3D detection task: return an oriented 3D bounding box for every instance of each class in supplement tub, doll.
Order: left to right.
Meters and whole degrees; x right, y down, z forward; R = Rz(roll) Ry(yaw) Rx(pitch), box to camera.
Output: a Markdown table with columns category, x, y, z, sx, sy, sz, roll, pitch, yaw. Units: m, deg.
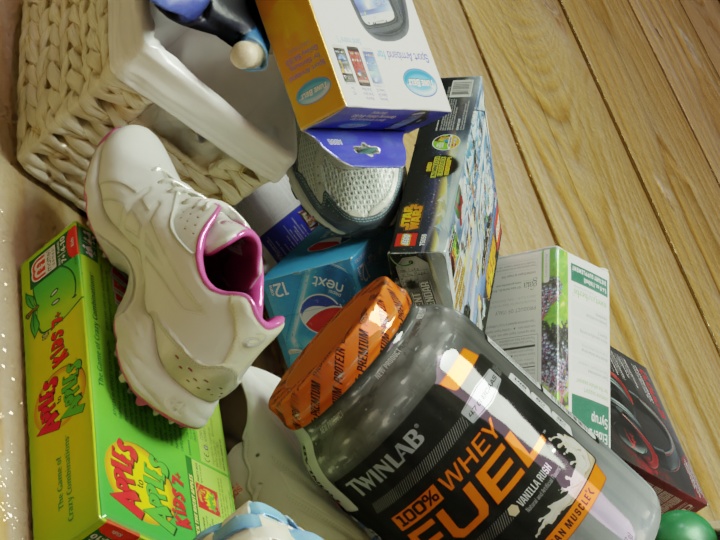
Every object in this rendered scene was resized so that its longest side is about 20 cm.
| category | x | y | z | sx | sy | sz | roll | pitch | yaw |
| --- | --- | --- | --- | --- | --- | --- | --- | --- | --- |
| doll | -0.097 | -0.170 | 0.956 | 0.200 | 0.048 | 0.137 | 19 | 42 | -54 |
| supplement tub | 0.054 | 0.104 | 0.911 | 0.200 | 0.123 | 0.123 | 42 | 24 | -7 |

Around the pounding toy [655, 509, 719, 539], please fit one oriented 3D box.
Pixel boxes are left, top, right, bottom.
| category | x | y | z | sx | sy | sz | roll | pitch | yaw |
| --- | --- | --- | --- | --- | --- | --- | --- | --- | --- |
| pounding toy | 0.238 | 0.226 | 1.105 | 0.142 | 0.184 | 0.200 | -7 | 91 | -65 |

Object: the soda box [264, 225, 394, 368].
| category | x | y | z | sx | sy | sz | roll | pitch | yaw |
| --- | --- | --- | --- | --- | --- | --- | --- | --- | --- |
| soda box | 0.000 | 0.000 | 1.128 | 0.200 | 0.068 | 0.064 | -47 | 120 | -68 |

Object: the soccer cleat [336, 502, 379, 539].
| category | x | y | z | sx | sy | sz | roll | pitch | yaw |
| --- | --- | --- | --- | --- | --- | --- | --- | --- | --- |
| soccer cleat | 0.022 | 0.132 | 1.022 | 0.070 | 0.086 | 0.200 | 92 | -5 | -46 |

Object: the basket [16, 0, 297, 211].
| category | x | y | z | sx | sy | sz | roll | pitch | yaw |
| --- | --- | --- | --- | --- | --- | --- | --- | --- | --- |
| basket | -0.133 | -0.127 | 1.050 | 0.136 | 0.123 | 0.200 | 37 | 27 | -35 |

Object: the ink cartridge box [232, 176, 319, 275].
| category | x | y | z | sx | sy | sz | roll | pitch | yaw |
| --- | --- | --- | --- | --- | --- | --- | --- | --- | --- |
| ink cartridge box | -0.063 | -0.034 | 1.170 | 0.095 | 0.037 | 0.200 | 54 | 20 | -4 |

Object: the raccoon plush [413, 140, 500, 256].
| category | x | y | z | sx | sy | sz | roll | pitch | yaw |
| --- | --- | --- | --- | --- | --- | --- | --- | --- | --- |
| raccoon plush | 0.070 | -0.002 | 1.272 | 0.134 | 0.097 | 0.200 | 64 | 1 | 23 |

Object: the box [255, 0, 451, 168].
| category | x | y | z | sx | sy | sz | roll | pitch | yaw |
| --- | --- | --- | --- | --- | --- | --- | --- | --- | --- |
| box | -0.013 | -0.158 | 0.994 | 0.119 | 0.041 | 0.200 | -7 | 73 | -57 |

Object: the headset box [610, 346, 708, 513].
| category | x | y | z | sx | sy | sz | roll | pitch | yaw |
| --- | --- | --- | --- | --- | --- | --- | --- | --- | --- |
| headset box | 0.196 | 0.132 | 1.390 | 0.200 | 0.075 | 0.149 | 30 | 32 | -44 |

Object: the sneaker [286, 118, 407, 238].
| category | x | y | z | sx | sy | sz | roll | pitch | yaw |
| --- | --- | --- | --- | --- | --- | --- | --- | --- | --- |
| sneaker | -0.018 | -0.117 | 1.076 | 0.086 | 0.078 | 0.200 | 88 | -10 | -68 |

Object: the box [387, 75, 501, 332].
| category | x | y | z | sx | sy | sz | roll | pitch | yaw |
| --- | --- | --- | --- | --- | --- | --- | --- | --- | --- |
| box | 0.059 | -0.019 | 1.112 | 0.200 | 0.040 | 0.137 | -75 | 159 | -51 |

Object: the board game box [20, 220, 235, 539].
| category | x | y | z | sx | sy | sz | roll | pitch | yaw |
| --- | --- | --- | --- | --- | --- | --- | --- | --- | --- |
| board game box | -0.122 | 0.078 | 0.879 | 0.102 | 0.048 | 0.200 | 34 | 29 | -38 |

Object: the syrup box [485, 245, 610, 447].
| category | x | y | z | sx | sy | sz | roll | pitch | yaw |
| --- | --- | --- | --- | --- | --- | --- | --- | --- | --- |
| syrup box | 0.129 | 0.092 | 1.211 | 0.079 | 0.081 | 0.200 | 22 | 64 | -49 |

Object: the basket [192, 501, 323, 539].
| category | x | y | z | sx | sy | sz | roll | pitch | yaw |
| --- | --- | --- | --- | --- | --- | --- | --- | --- | --- |
| basket | -0.028 | 0.214 | 0.748 | 0.176 | 0.139 | 0.200 | 37 | 28 | -36 |

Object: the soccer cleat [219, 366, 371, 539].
| category | x | y | z | sx | sy | sz | roll | pitch | yaw |
| --- | --- | --- | --- | --- | --- | --- | --- | --- | --- |
| soccer cleat | -0.045 | 0.135 | 0.934 | 0.078 | 0.069 | 0.200 | 22 | 31 | -44 |

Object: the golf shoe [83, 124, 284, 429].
| category | x | y | z | sx | sy | sz | roll | pitch | yaw |
| --- | --- | --- | --- | --- | --- | --- | --- | --- | --- |
| golf shoe | -0.090 | -0.013 | 0.891 | 0.075 | 0.092 | 0.200 | 28 | 32 | -44 |
